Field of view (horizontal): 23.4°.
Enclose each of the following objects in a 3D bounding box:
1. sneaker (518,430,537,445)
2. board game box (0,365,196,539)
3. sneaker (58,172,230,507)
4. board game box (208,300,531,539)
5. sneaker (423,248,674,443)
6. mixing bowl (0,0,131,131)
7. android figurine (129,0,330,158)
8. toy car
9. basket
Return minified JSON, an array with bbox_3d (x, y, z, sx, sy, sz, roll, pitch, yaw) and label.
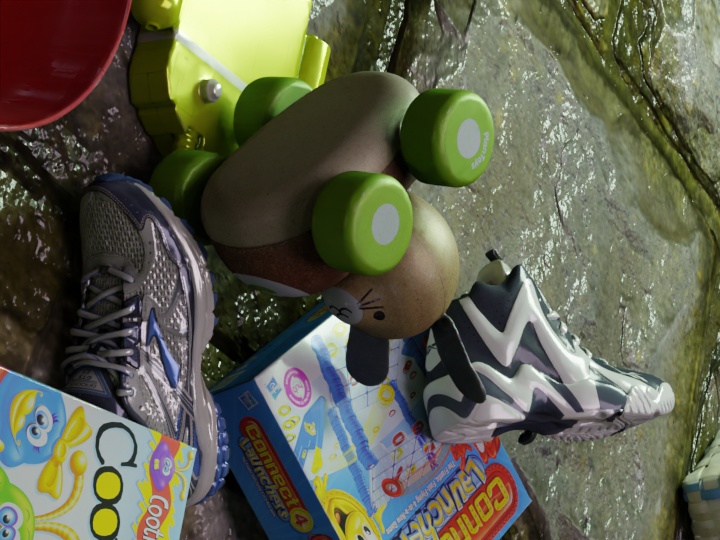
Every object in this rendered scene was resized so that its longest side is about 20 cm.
[{"bbox_3d":[0.120,0.092,1.309,0.200,0.117,0.074,-7,93,-58],"label":"sneaker"},{"bbox_3d":[-0.186,0.108,0.843,0.200,0.102,0.106,32,62,-52],"label":"board game box"},{"bbox_3d":[-0.128,0.048,0.967,0.085,0.077,0.202,-26,109,-49],"label":"sneaker"},{"bbox_3d":[0.009,0.121,1.141,0.200,0.056,0.197,-38,103,-52],"label":"board game box"},{"bbox_3d":[0.125,0.048,1.189,0.198,0.079,0.131,-1,71,-25],"label":"sneaker"},{"bbox_3d":[-0.209,-0.161,0.814,0.200,0.108,0.202,6,82,-57],"label":"mixing bowl"},{"bbox_3d":[-0.083,-0.141,1.076,0.182,0.041,0.202,39,56,-50],"label":"android figurine"},{"bbox_3d":[0.000,0.000,1.022,0.158,0.163,0.201,-45,128,-33],"label":"toy car"},{"bbox_3d":[0.415,0.262,1.741,0.176,0.138,0.201,-43,114,-50],"label":"basket"}]
